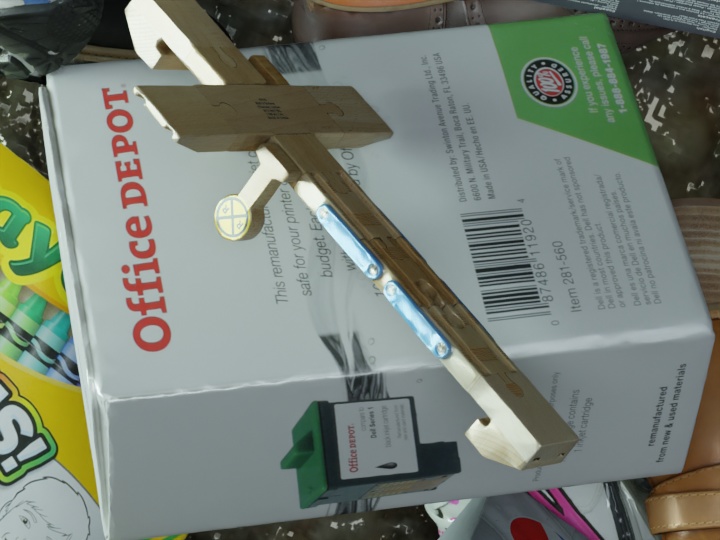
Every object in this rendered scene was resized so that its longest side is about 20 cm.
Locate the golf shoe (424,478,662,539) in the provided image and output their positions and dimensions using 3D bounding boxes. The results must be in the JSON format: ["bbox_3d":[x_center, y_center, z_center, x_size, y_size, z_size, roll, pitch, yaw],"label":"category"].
[{"bbox_3d":[0.046,0.061,1.035,0.200,0.073,0.092,37,95,-4],"label":"golf shoe"}]

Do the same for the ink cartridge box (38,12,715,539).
[{"bbox_3d":[0.000,0.000,0.940,0.199,0.085,0.147,-6,51,-9],"label":"ink cartridge box"}]

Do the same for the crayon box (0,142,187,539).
[{"bbox_3d":[-0.152,0.047,0.989,0.200,0.058,0.173,38,65,-13],"label":"crayon box"}]

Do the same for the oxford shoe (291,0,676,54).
[{"bbox_3d":[0.071,-0.100,1.036,0.199,0.071,0.073,-3,127,-7],"label":"oxford shoe"}]

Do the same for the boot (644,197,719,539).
[{"bbox_3d":[0.189,0.055,0.994,0.199,0.077,0.156,5,63,-15],"label":"boot"}]

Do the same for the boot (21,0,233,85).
[{"bbox_3d":[-0.131,-0.142,1.019,0.199,0.077,0.139,13,89,-3],"label":"boot"}]

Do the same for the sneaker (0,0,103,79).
[{"bbox_3d":[-0.164,-0.132,0.944,0.199,0.079,0.089,28,84,24],"label":"sneaker"}]

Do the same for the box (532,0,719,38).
[{"bbox_3d":[0.125,-0.162,0.995,0.199,0.049,0.162,10,62,-3],"label":"box"}]

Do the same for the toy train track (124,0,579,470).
[{"bbox_3d":[-0.010,-0.009,0.867,0.200,0.114,0.033,49,117,22],"label":"toy train track"}]

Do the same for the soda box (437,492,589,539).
[{"bbox_3d":[0.010,0.171,1.016,0.063,0.068,0.200,37,113,-3],"label":"soda box"}]
